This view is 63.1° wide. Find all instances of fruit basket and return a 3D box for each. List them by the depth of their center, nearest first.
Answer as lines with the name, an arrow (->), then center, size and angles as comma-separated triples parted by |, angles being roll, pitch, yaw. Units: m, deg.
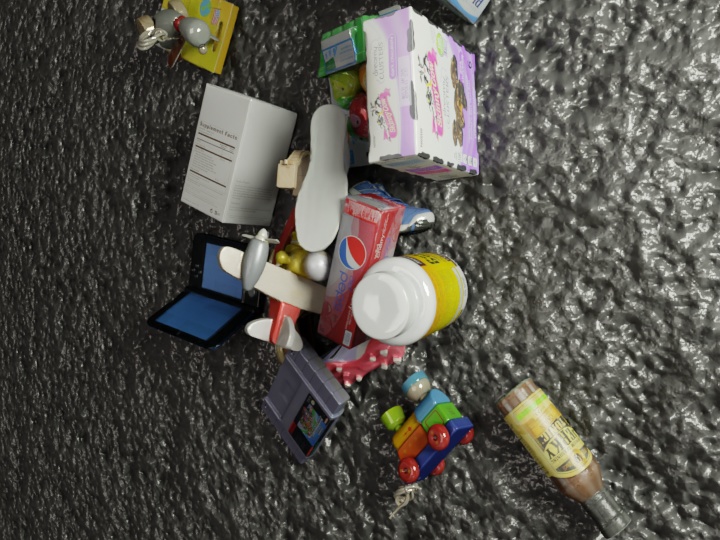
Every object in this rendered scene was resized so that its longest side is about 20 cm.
fruit basket -> 0.004, -0.261, 0.868 | 0.183, 0.092, 0.207 | 6, 102, 51

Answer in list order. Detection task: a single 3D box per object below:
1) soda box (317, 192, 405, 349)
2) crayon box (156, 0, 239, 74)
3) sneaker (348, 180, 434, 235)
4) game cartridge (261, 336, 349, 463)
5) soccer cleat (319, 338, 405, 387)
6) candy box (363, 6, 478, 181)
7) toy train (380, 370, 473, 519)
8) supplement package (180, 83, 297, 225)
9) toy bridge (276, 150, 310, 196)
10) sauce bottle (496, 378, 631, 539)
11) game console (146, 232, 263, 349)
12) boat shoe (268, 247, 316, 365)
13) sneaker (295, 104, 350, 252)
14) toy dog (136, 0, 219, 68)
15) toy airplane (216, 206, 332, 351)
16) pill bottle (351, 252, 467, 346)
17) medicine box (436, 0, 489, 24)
soda box -> 0.000, 0.000, 0.818 | 0.062, 0.069, 0.206 | 23, 111, 27
crayon box -> -0.306, -0.459, 1.113 | 0.198, 0.050, 0.130 | 33, 109, 30
sneaker -> 0.022, -0.094, 0.881 | 0.196, 0.075, 0.080 | 10, 97, 34
game cartridge -> -0.095, 0.218, 0.953 | 0.131, 0.038, 0.202 | 51, 136, 23
soccer cleat -> -0.005, 0.127, 0.923 | 0.198, 0.066, 0.078 | -27, 39, 40
candy box -> 0.085, -0.216, 0.762 | 0.070, 0.198, 0.174 | -2, 90, 33
toy train -> 0.066, 0.255, 0.861 | 0.202, 0.083, 0.116 | -54, 54, 23
supplement package -> -0.209, -0.195, 1.010 | 0.118, 0.120, 0.206 | 24, 104, 31
toy bridge -> -0.088, -0.146, 0.888 | 0.026, 0.200, 0.070 | 4, 90, 7
sauce bottle -> 0.255, 0.233, 0.738 | 0.065, 0.064, 0.201 | -48, 68, 25
game console -> -0.281, 0.030, 1.066 | 0.196, 0.117, 0.177 | 12, 98, 32
boat shoe -> -0.108, 0.060, 0.982 | 0.066, 0.072, 0.207 | -4, 95, 28
sneaker -> -0.046, -0.119, 0.852 | 0.071, 0.116, 0.207 | 8, 82, 5
toy dog -> -0.317, -0.403, 1.032 | 0.129, 0.098, 0.202 | -23, 42, -4
toy airplane -> -0.094, 0.018, 0.865 | 0.139, 0.199, 0.203 | -22, 98, 44
pill bottle -> 0.066, 0.036, 0.775 | 0.106, 0.199, 0.113 | 2, 95, 26
medicine box -> 0.077, -0.446, 0.773 | 0.200, 0.180, 0.104 | 45, 114, 24
